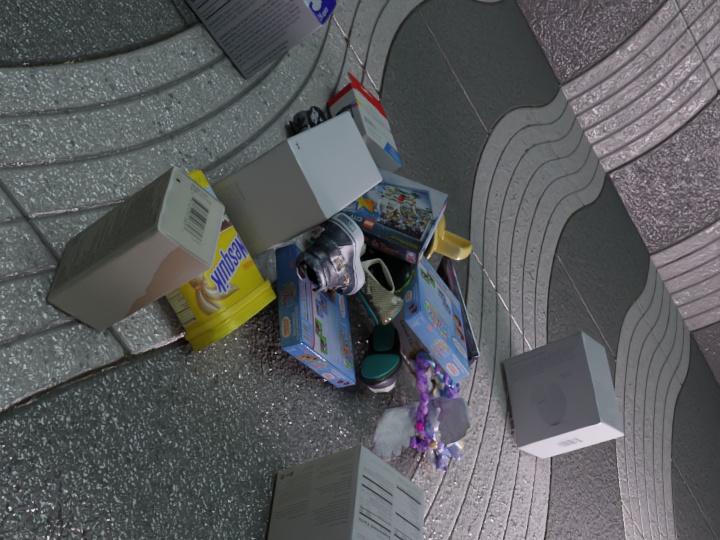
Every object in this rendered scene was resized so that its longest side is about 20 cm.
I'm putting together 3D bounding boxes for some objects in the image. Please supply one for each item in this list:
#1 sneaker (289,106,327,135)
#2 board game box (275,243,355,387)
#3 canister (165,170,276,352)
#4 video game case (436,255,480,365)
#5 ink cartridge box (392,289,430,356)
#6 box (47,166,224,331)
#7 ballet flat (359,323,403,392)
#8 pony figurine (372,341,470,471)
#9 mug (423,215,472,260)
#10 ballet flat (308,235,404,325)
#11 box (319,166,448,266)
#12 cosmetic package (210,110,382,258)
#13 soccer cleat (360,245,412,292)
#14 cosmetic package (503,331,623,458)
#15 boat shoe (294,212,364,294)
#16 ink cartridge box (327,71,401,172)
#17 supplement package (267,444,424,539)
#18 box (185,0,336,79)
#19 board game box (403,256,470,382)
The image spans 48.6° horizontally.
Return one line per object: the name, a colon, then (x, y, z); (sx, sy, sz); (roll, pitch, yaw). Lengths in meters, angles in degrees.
sneaker: (-0.096, -0.218, 1.375); (0.116, 0.074, 0.199); (65, 25, 0)
board game box: (-0.065, 0.073, 1.197); (0.200, 0.036, 0.154); (46, 33, -57)
canister: (-0.213, -0.017, 1.048); (0.203, 0.086, 0.148); (60, 31, -6)
video game case: (0.188, 0.085, 1.574); (0.143, 0.019, 0.204); (96, -20, -74)
ink cartridge box: (0.109, 0.087, 1.455); (0.118, 0.067, 0.200); (65, 20, -1)
box: (-0.249, -0.019, 0.882); (0.077, 0.198, 0.096); (38, 41, -35)
ballet flat: (0.039, 0.157, 1.312); (0.074, 0.072, 0.201); (56, 17, -15)
pony figurine: (0.116, 0.245, 1.333); (0.196, 0.163, 0.202); (-83, 155, -45)
mug: (0.104, -0.067, 1.513); (0.188, 0.149, 0.153); (54, 22, 6)
ballet flat: (0.000, 0.000, 1.308); (0.200, 0.075, 0.068); (48, -10, 22)
box: (0.034, -0.104, 1.352); (0.038, 0.196, 0.138); (95, 21, -56)
cosmetic package: (-0.104, -0.119, 1.172); (0.125, 0.198, 0.199); (60, 32, -7)
soccer cleat: (0.025, -0.024, 1.372); (0.081, 0.068, 0.200); (40, 4, -31)
cosmetic package: (0.432, 0.270, 1.712); (0.122, 0.197, 0.204); (27, 48, -44)
boat shoe: (-0.047, -0.001, 1.130); (0.071, 0.201, 0.091); (41, 71, 18)
ink cartridge box: (0.004, -0.279, 1.548); (0.116, 0.067, 0.203); (36, 29, -41)
supplement package: (-0.020, 0.364, 1.020); (0.150, 0.150, 0.203); (41, 39, -34)
box: (-0.172, -0.457, 1.310); (0.201, 0.182, 0.106); (51, 35, -23)
board game box: (0.126, 0.070, 1.357); (0.152, 0.036, 0.201); (50, 20, -25)
